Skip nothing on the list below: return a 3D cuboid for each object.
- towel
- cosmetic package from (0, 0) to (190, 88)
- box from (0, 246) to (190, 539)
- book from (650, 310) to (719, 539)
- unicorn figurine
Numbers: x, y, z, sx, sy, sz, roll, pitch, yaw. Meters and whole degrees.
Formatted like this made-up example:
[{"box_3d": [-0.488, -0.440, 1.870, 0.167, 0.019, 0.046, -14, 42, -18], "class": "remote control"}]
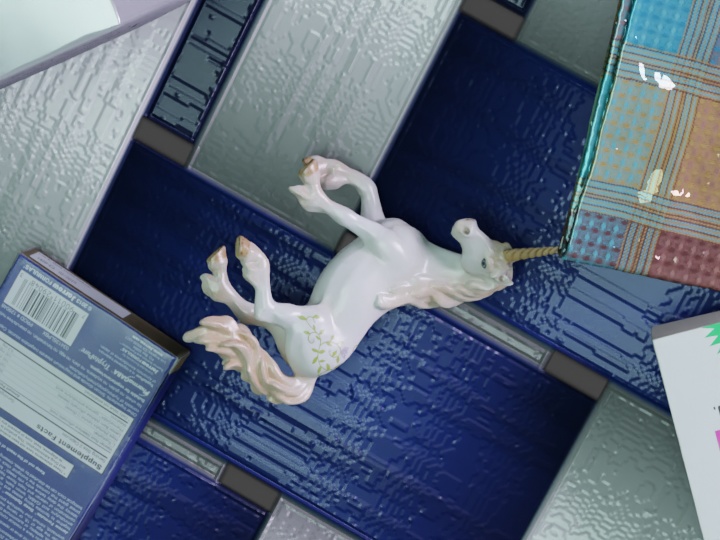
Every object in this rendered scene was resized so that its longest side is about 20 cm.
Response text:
[{"box_3d": [0.203, -0.088, 1.601, 0.146, 0.022, 0.201, 11, 104, -11], "class": "towel"}, {"box_3d": [-0.216, -0.168, 1.614, 0.198, 0.200, 0.124, -22, 98, 16], "class": "cosmetic package"}, {"box_3d": [-0.207, 0.101, 1.751, 0.121, 0.032, 0.201, 33, 105, 5], "class": "box"}, {"box_3d": [0.258, 0.115, 1.636, 0.133, 0.048, 0.201, -14, 101, 9], "class": "book"}, {"box_3d": [0.000, 0.000, 1.663, 0.200, 0.074, 0.137, -44, 98, 10], "class": "unicorn figurine"}]
